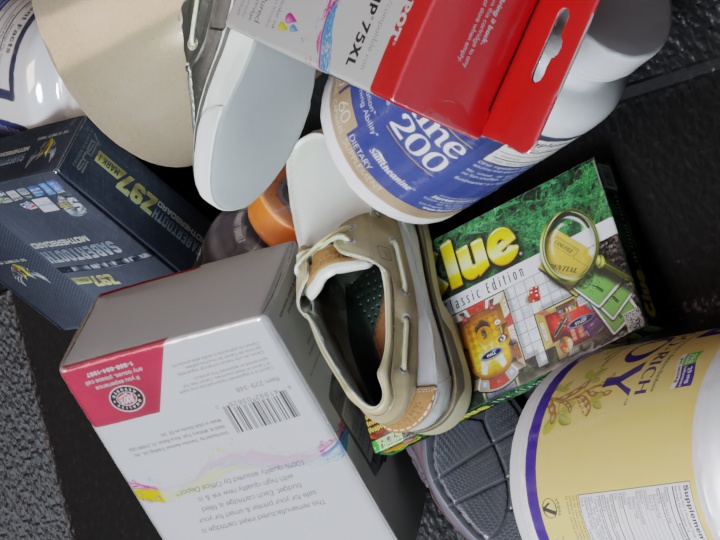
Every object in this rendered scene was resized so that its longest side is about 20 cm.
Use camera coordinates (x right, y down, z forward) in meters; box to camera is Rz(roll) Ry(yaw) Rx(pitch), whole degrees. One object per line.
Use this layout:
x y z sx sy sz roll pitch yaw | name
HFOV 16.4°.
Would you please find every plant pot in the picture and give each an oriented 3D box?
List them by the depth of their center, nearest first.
-0.062 -0.184 1.493 0.200 0.187 0.188 -23 83 34 | plant pot

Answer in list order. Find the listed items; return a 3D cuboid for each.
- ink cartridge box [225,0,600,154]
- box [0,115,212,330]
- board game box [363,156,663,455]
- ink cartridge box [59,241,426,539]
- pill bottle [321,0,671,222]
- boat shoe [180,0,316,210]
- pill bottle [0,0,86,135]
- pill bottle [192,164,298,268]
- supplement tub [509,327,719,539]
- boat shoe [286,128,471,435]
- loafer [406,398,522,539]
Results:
0.028 -0.144 1.281 0.200 0.067 0.116 28 96 50 | ink cartridge box
-0.195 -0.028 1.700 0.158 0.051 0.200 41 151 -30 | box
0.074 0.023 1.440 0.200 0.023 0.105 -28 67 32 | board game box
-0.068 0.097 1.520 0.147 0.086 0.200 -15 122 23 | ink cartridge box
0.075 -0.111 1.374 0.200 0.111 0.111 -33 76 48 | pill bottle
-0.064 -0.135 1.395 0.064 0.071 0.201 24 107 38 | boat shoe
-0.209 -0.140 1.705 0.200 0.111 0.111 18 114 45 | pill bottle
-0.062 0.027 1.589 0.106 0.106 0.200 49 132 28 | pill bottle
0.190 0.102 1.290 0.200 0.145 0.146 -14 90 50 | supplement tub
0.000 0.000 1.443 0.075 0.068 0.200 -39 62 27 | boat shoe
0.056 0.093 1.514 0.200 0.072 0.063 61 167 23 | loafer
